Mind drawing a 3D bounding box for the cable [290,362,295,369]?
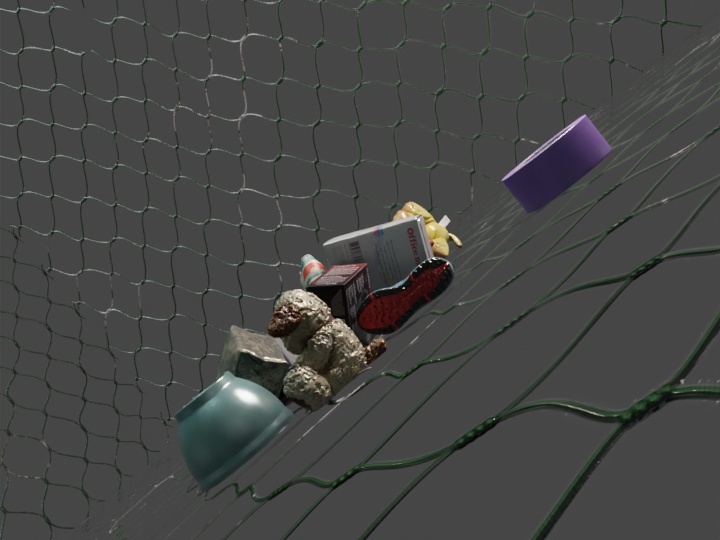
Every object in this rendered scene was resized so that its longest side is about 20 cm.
[{"bbox_3d":[-0.171,0.263,1.728,0.200,0.051,0.163,-36,6,-1],"label":"cable"}]

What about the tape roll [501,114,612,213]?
[{"bbox_3d":[0.377,-0.204,1.547,0.200,0.085,0.200,-40,1,1],"label":"tape roll"}]

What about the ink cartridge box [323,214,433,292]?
[{"bbox_3d":[0.048,-0.019,1.643,0.199,0.146,0.145,-14,5,11],"label":"ink cartridge box"}]

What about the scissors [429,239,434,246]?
[{"bbox_3d":[0.070,-0.012,1.728,0.200,0.014,0.073,-26,-15,-10],"label":"scissors"}]

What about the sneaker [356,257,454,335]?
[{"bbox_3d":[0.087,0.052,1.421,0.200,0.079,0.096,-31,-10,15],"label":"sneaker"}]

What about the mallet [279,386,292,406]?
[{"bbox_3d":[-0.107,0.219,1.645,0.066,0.041,0.200,-41,-6,38],"label":"mallet"}]

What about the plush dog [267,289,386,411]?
[{"bbox_3d":[-0.069,0.105,1.269,0.160,0.172,0.200,-38,0,5],"label":"plush dog"}]

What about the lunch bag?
[{"bbox_3d":[-0.227,0.234,1.569,0.164,0.117,0.200,-139,68,-69],"label":"lunch bag"}]

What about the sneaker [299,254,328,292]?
[{"bbox_3d":[-0.084,0.038,1.701,0.070,0.094,0.200,-26,-31,-6],"label":"sneaker"}]

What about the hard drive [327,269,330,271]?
[{"bbox_3d":[0.000,0.000,1.827,0.200,0.042,0.135,-38,30,-9],"label":"hard drive"}]

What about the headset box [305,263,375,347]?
[{"bbox_3d":[-0.030,0.076,1.494,0.077,0.149,0.200,-3,12,14],"label":"headset box"}]

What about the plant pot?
[{"bbox_3d":[-0.232,0.259,1.371,0.200,0.134,0.200,-39,0,0],"label":"plant pot"}]

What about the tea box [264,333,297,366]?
[{"bbox_3d":[-0.140,0.170,1.946,0.197,0.134,0.200,-38,0,-30],"label":"tea box"}]

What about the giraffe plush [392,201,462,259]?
[{"bbox_3d":[0.128,-0.055,1.952,0.162,0.173,0.200,-47,-17,29],"label":"giraffe plush"}]
